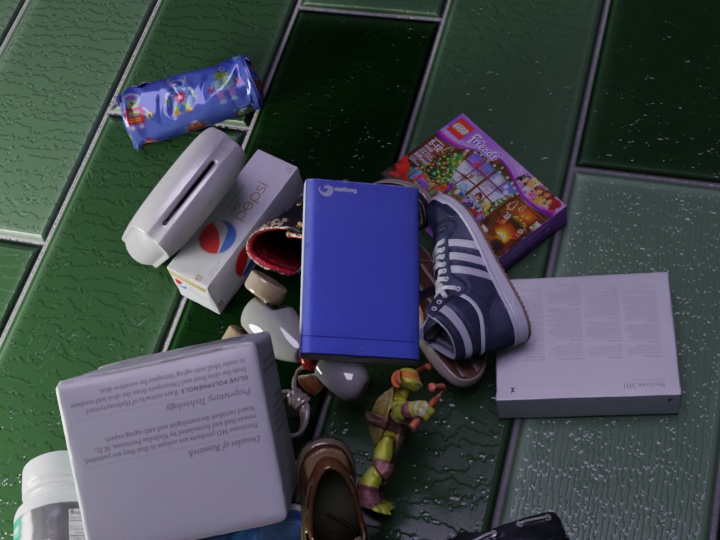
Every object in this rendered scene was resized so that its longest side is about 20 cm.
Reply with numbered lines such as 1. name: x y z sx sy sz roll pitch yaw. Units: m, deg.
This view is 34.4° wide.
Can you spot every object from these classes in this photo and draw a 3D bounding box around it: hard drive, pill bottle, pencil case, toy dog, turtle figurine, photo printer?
1. hard drive: 0.000 0.000 1.281 0.130 0.025 0.203 4 69 -9
2. pill bottle: -0.309 0.303 1.228 0.111 0.114 0.202 -13 56 3
3. pencil case: -0.230 -0.231 1.567 0.197 0.078 0.088 -17 79 -1
4. toy dog: -0.067 0.088 1.330 0.132 0.096 0.201 -43 67 16
5. turtle figurine: 0.033 0.169 1.215 0.063 0.200 0.164 18 85 -7
6. photo printer: -0.214 -0.086 1.400 0.069 0.200 0.167 39 77 -10

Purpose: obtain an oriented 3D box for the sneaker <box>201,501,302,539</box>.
1. sneaker: -0.110 0.297 1.222 0.197 0.079 0.091 -12 67 12

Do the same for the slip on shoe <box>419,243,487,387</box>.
1. slip on shoe: 0.081 0.056 1.335 0.075 0.061 0.201 -19 57 -23

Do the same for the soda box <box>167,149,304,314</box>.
1. soda box: -0.151 -0.050 1.447 0.067 0.064 0.201 24 66 24

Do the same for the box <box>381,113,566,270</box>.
1. box: 0.138 -0.090 1.426 0.136 0.039 0.200 -36 58 -12

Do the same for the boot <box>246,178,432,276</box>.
1. boot: -0.025 -0.051 1.363 0.197 0.074 0.150 5 26 32

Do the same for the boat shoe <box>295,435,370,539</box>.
1. boat shoe: -0.026 0.269 1.148 0.074 0.203 0.074 -13 13 -5

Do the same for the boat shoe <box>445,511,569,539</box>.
1. boat shoe: 0.115 0.293 1.174 0.196 0.076 0.061 -9 56 -8

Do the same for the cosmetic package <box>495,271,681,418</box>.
1. cosmetic package: 0.248 0.083 1.287 0.196 0.052 0.153 -3 56 10

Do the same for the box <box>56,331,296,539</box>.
1. box: -0.173 0.166 1.160 0.197 0.199 0.174 -12 90 -1

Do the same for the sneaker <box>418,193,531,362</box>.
1. sneaker: 0.096 0.009 1.281 0.107 0.070 0.202 -21 63 -15
